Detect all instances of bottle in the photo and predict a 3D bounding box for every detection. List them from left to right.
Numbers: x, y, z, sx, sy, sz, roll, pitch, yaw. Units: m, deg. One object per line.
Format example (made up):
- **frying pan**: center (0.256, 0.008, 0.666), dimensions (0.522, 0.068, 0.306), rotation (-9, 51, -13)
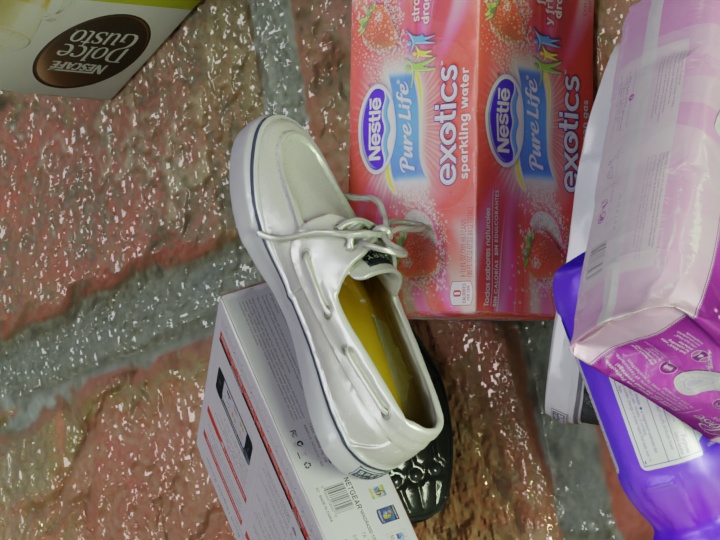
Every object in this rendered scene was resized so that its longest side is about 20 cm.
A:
- **bottle**: center (0.159, 0.080, 1.244), dimensions (0.065, 0.083, 0.201), rotation (-17, 95, 32)

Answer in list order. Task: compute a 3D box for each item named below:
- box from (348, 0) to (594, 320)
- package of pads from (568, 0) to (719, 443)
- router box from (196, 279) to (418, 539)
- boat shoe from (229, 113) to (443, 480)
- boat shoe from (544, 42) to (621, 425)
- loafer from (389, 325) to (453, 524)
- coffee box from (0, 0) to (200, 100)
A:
- **box**: center (0.059, -0.074, 1.363), dimensions (0.102, 0.094, 0.201), rotation (-1, 87, 46)
- **package of pads**: center (0.170, -0.031, 1.185), dimensions (0.076, 0.120, 0.201), rotation (-24, 44, 47)
- **router box**: center (-0.030, 0.132, 1.409), dimensions (0.180, 0.049, 0.201), rotation (105, 145, -59)
- **boat shoe**: center (-0.003, 0.001, 1.302), dimensions (0.086, 0.074, 0.203), rotation (-32, 68, 41)
- **boat shoe**: center (0.139, -0.016, 1.311), dimensions (0.056, 0.069, 0.201), rotation (10, 94, 12)
- **loafer**: center (0.000, 0.052, 1.442), dimensions (0.070, 0.068, 0.201), rotation (125, 128, -65)
- **coffee box**: center (-0.212, -0.245, 1.566), dimensions (0.198, 0.199, 0.201), rotation (-42, 61, 35)
